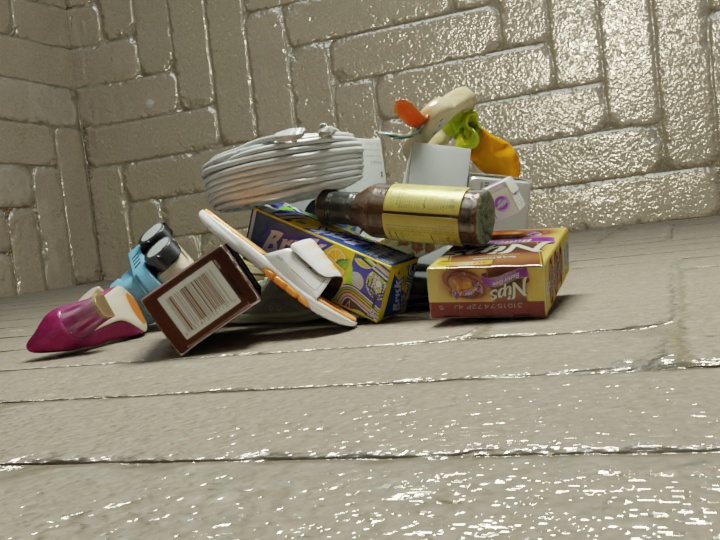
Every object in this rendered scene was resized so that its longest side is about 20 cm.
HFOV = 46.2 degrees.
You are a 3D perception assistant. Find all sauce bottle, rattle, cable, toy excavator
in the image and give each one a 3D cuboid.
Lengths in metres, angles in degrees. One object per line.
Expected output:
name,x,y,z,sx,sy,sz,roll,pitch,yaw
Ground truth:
sauce bottle,0.045,-0.064,0.920,0.200,0.065,0.065,8,10,28
rattle,0.120,-0.160,1.106,0.130,0.143,0.200,-30,-4,16
cable,-0.090,-0.118,1.025,0.199,0.069,0.200,-12,1,26
toy excavator,-0.320,0.030,1.187,0.200,0.100,0.194,-40,28,-3

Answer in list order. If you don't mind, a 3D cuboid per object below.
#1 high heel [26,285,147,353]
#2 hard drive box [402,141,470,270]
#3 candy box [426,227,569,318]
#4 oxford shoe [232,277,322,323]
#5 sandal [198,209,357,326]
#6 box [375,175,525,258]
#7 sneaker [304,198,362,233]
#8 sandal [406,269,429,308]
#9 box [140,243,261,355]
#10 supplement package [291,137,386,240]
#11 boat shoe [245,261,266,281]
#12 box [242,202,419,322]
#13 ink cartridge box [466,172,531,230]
high heel,-0.328,0.070,1.033,0.096,0.067,0.200,-29,1,0
hard drive box,0.089,-0.065,1.135,0.077,0.156,0.200,7,-8,1
candy box,0.152,-0.001,0.896,0.116,0.057,0.200,-2,14,20
oxford shoe,-0.118,0.036,1.064,0.200,0.058,0.075,-6,5,40
sandal,-0.078,-0.017,0.896,0.206,0.059,0.079,37,0,3
box,0.088,-0.046,0.962,0.200,0.039,0.041,-25,6,27
sneaker,-0.054,-0.038,1.164,0.082,0.074,0.200,-13,-14,-32
sandal,0.089,0.027,1.006,0.200,0.043,0.076,4,14,18
box,-0.167,0.026,0.922,0.100,0.075,0.200,-35,7,-3
supplement package,-0.033,-0.091,1.262,0.117,0.201,0.117,-6,3,33
boat shoe,-0.124,0.027,1.148,0.200,0.072,0.076,10,35,43
box,-0.038,-0.014,0.970,0.200,0.070,0.064,24,20,29
ink cartridge box,0.170,-0.051,1.150,0.085,0.148,0.200,5,4,0
